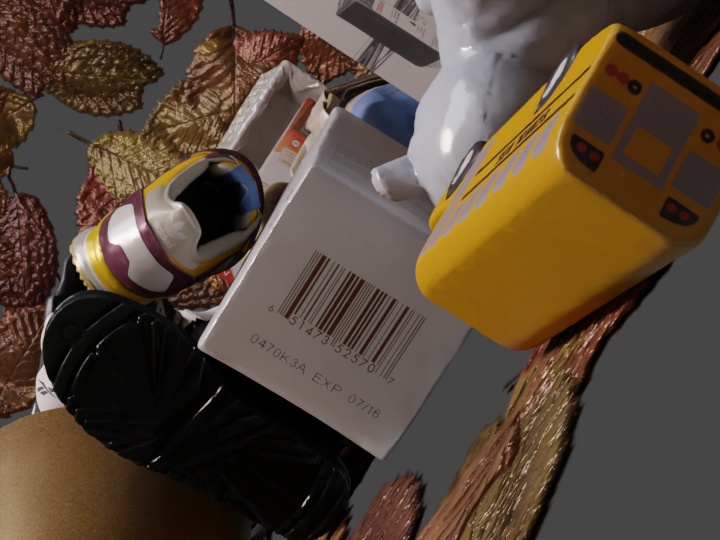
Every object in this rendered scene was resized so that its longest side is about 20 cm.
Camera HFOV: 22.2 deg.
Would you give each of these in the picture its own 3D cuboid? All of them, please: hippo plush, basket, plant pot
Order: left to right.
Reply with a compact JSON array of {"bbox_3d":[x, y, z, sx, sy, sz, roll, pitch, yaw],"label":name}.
[{"bbox_3d":[-0.152,0.204,1.009,0.186,0.186,0.200,-55,18,20],"label":"plant pot"},{"bbox_3d":[-0.115,-0.217,3.086,0.198,0.200,0.161,-59,14,-8],"label":"basket"},{"bbox_3d":[0.089,-0.097,0.845,0.200,0.159,0.161,39,-127,-80],"label":"hippo plush"}]

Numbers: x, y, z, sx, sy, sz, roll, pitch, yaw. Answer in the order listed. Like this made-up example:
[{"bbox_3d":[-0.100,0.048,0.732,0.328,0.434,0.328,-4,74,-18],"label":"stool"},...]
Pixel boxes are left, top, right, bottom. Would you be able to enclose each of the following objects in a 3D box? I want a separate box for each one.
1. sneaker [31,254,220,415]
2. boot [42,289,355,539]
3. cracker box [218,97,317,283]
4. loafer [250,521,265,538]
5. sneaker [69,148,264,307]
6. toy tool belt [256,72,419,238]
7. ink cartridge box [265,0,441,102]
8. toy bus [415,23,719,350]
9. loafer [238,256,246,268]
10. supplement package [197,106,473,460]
[{"bbox_3d":[-0.126,0.030,1.128,0.199,0.079,0.130,-27,-53,-40],"label":"sneaker"},{"bbox_3d":[-0.083,0.063,1.019,0.073,0.198,0.162,-53,12,11],"label":"boot"},{"bbox_3d":[-0.044,-0.044,1.674,0.200,0.134,0.058,-54,6,42],"label":"cracker box"},{"bbox_3d":[-0.036,0.078,1.188,0.200,0.063,0.072,-56,5,10],"label":"loafer"},{"bbox_3d":[-0.086,-0.034,1.076,0.090,0.075,0.200,-28,9,27],"label":"sneaker"},{"bbox_3d":[0.020,-0.073,1.219,0.123,0.125,0.200,-22,6,42],"label":"toy tool belt"},{"bbox_3d":[0.052,-0.185,1.199,0.084,0.200,0.144,-53,6,38],"label":"ink cartridge box"},{"bbox_3d":[0.077,-0.025,0.700,0.078,0.065,0.200,-60,6,-21],"label":"toy bus"},{"bbox_3d":[-0.018,-0.023,1.317,0.076,0.068,0.200,-51,-15,28],"label":"loafer"},{"bbox_3d":[0.000,0.000,1.006,0.117,0.117,0.200,-58,3,13],"label":"supplement package"}]
